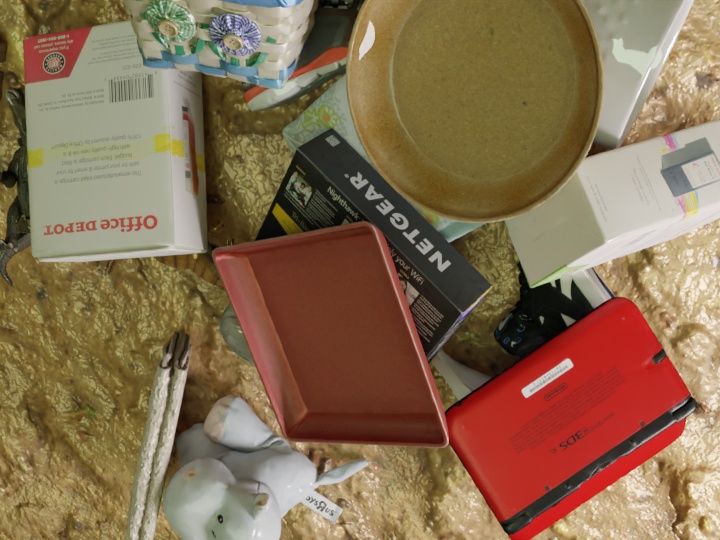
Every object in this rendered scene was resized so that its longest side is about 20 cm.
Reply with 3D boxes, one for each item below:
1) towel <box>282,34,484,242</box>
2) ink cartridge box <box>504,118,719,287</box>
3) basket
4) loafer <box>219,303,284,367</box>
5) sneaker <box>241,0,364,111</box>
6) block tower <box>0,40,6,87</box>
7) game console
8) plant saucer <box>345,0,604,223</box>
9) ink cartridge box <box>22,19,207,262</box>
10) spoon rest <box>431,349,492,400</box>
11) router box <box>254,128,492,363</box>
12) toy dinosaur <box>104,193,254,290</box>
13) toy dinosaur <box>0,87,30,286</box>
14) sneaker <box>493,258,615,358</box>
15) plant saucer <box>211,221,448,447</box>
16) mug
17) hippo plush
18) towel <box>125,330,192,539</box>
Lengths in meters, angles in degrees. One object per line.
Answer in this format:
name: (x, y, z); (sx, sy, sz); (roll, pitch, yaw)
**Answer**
towel: (0.035, -0.098, 0.772); (0.199, 0.048, 0.172); (-29, 98, 49)
ink cartridge box: (0.229, -0.059, 0.711); (0.197, 0.117, 0.068); (-17, 79, -23)
basket: (-0.097, -0.246, 0.659); (0.173, 0.140, 0.203); (10, 128, 6)
loafer: (-0.050, 0.089, 0.889); (0.198, 0.071, 0.070); (30, 148, -3)
sneaker: (-0.030, -0.212, 0.771); (0.197, 0.077, 0.083); (-23, 95, 18)
block tower: (-0.403, -0.145, 0.887); (0.057, 0.054, 0.203); (20, 112, 6)
game console: (0.188, 0.142, 0.802); (0.198, 0.119, 0.174); (-33, 91, -1)
plant saucer: (0.083, -0.138, 0.646); (0.197, 0.035, 0.204); (11, 113, 26)
ink cartridge box: (-0.222, -0.112, 0.807); (0.142, 0.083, 0.204); (-4, 86, 13)
spoon rest: (0.104, 0.100, 0.844); (0.060, 0.099, 0.203); (-23, 97, -14)
router box: (0.000, 0.000, 0.792); (0.200, 0.052, 0.158); (45, 138, 10)
toy dinosaur: (-0.189, -0.031, 0.865); (0.198, 0.060, 0.108); (14, 84, 34)
toy dinosaur: (-0.320, -0.075, 0.877); (0.076, 0.103, 0.203); (11, 117, 8)
sneaker: (0.154, 0.013, 0.804); (0.111, 0.073, 0.201); (-32, 101, 19)
plant saucer: (-0.023, 0.057, 0.775); (0.198, 0.037, 0.203); (-8, 108, 41)
mug: (0.148, -0.178, 0.708); (0.174, 0.148, 0.202); (28, 130, 15)
hippo plush: (-0.124, 0.246, 0.901); (0.198, 0.161, 0.161); (28, 112, 2)
towel: (-0.205, 0.170, 0.894); (0.034, 0.133, 0.204); (11, 97, -9)
